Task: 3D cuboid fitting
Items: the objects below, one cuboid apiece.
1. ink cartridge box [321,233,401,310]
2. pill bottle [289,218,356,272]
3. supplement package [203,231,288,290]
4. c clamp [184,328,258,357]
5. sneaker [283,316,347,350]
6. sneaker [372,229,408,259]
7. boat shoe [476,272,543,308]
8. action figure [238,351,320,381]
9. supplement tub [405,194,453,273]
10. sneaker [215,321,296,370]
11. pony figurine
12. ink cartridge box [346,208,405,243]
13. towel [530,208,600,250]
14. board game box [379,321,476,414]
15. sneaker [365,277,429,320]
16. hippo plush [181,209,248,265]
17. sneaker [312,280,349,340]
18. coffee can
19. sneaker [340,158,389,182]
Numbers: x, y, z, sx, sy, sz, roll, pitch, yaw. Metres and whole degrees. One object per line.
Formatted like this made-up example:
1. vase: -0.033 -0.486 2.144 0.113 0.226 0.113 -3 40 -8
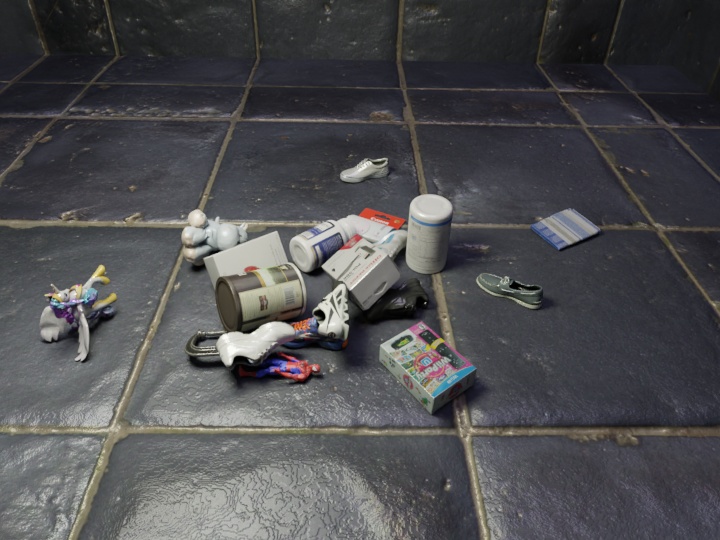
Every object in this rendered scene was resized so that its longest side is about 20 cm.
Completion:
1. ink cartridge box: 0.000 0.000 1.554 0.146 0.083 0.199 -43 32 -8
2. pill bottle: -0.108 -0.084 1.713 0.198 0.113 0.110 -29 47 -33
3. supplement package: -0.316 -0.014 1.580 0.197 0.124 0.119 -24 9 -28
4. c clamp: -0.348 0.173 1.448 0.194 0.028 0.172 -5 27 -11
5. sneaker: -0.128 0.149 1.452 0.194 0.080 0.076 2 37 0
6. sneaker: 0.081 -0.054 1.722 0.197 0.078 0.081 -29 54 -23
7. boat shoe: 0.428 0.041 1.615 0.197 0.063 0.073 24 44 26
8. action figure: -0.194 0.234 1.372 0.194 0.053 0.066 5 33 1
9. supplement tub: 0.203 -0.109 1.682 0.128 0.204 0.134 1 39 -1
10. sneaker: -0.245 0.186 1.359 0.195 0.076 0.088 -16 51 -20
11. pony figurine: -0.715 0.100 1.431 0.163 0.198 0.200 17 22 14
12. ink cartridge box: 0.040 -0.154 1.857 0.159 0.058 0.201 19 47 21
13. towel: 0.680 -0.138 1.877 0.196 0.024 0.147 -21 46 -23
14. board game box: 0.161 0.230 1.374 0.145 0.065 0.199 -25 47 -29
15. sneaker: 0.104 0.091 1.540 0.197 0.077 0.091 -25 55 -24
16. hippo plush: -0.420 -0.079 1.677 0.157 0.164 0.200 14 -1 13
17. sneaker: -0.075 0.089 1.410 0.086 0.076 0.202 6 32 -8
18. coffee can: -0.258 0.071 1.464 0.196 0.149 0.146 -12 39 -34
19. sneaker: 0.016 -0.384 2.119 0.195 0.072 0.073 -15 41 -19
